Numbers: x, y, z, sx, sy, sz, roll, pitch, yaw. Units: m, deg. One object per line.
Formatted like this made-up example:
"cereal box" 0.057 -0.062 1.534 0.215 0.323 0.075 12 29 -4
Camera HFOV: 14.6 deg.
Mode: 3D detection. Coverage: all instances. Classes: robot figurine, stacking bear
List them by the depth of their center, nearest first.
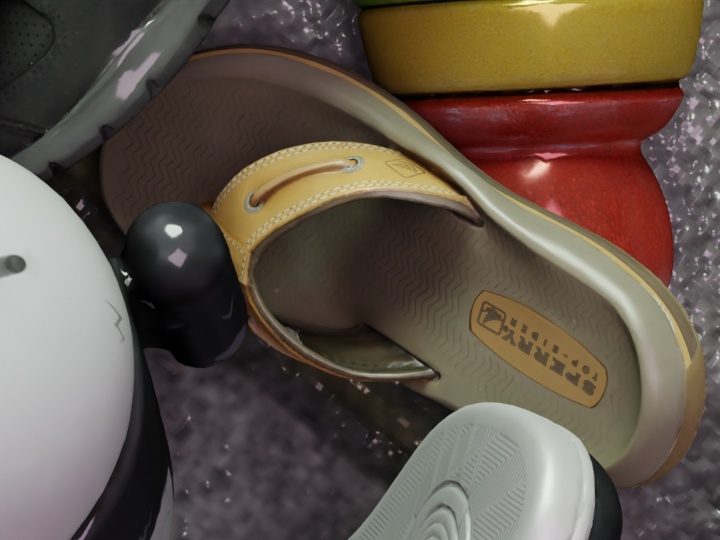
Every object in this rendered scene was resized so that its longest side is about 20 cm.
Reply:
"robot figurine" -0.111 0.042 0.705 0.124 0.200 0.151 21 72 9
"stacking bear" 0.047 -0.072 0.787 0.120 0.114 0.202 -4 94 -10

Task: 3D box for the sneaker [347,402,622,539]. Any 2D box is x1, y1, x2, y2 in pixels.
"sneaker" 0.051 0.099 0.746 0.111 0.200 0.074 20 62 -14

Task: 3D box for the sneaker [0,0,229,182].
"sneaker" -0.057 -0.102 0.720 0.082 0.073 0.200 40 101 -12

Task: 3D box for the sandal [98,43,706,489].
"sandal" 0.000 0.000 0.746 0.054 0.199 0.081 -23 134 -46
